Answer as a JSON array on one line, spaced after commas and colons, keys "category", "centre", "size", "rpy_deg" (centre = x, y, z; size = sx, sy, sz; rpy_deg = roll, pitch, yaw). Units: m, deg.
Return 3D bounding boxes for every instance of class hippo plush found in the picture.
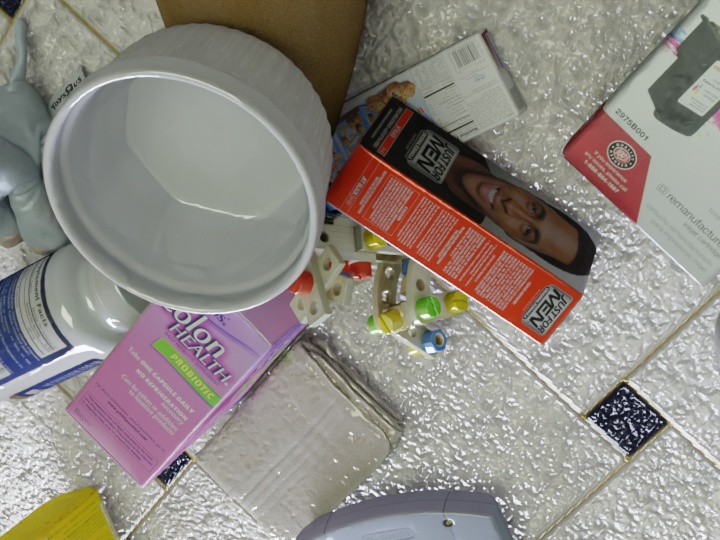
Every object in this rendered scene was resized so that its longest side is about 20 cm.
[{"category": "hippo plush", "centre": [-0.323, -0.081, 1.199], "size": [0.159, 0.161, 0.200], "rpy_deg": [39, 121, 6]}]

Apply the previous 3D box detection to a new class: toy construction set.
[{"category": "toy construction set", "centre": [0.000, 0.000, 1.077], "size": [0.092, 0.200, 0.132], "rpy_deg": [-12, 77, 34]}]

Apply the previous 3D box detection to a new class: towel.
[{"category": "towel", "centre": [-0.056, 0.158, 1.248], "size": [0.133, 0.034, 0.200], "rpy_deg": [45, 123, 3]}]

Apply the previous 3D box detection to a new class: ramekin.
[{"category": "ramekin", "centre": [-0.113, -0.079, 0.970], "size": [0.199, 0.105, 0.201], "rpy_deg": [8, 129, 10]}]

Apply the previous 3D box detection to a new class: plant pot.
[{"category": "plant pot", "centre": [-0.071, -0.192, 1.038], "size": [0.186, 0.186, 0.201], "rpy_deg": [8, 120, 22]}]

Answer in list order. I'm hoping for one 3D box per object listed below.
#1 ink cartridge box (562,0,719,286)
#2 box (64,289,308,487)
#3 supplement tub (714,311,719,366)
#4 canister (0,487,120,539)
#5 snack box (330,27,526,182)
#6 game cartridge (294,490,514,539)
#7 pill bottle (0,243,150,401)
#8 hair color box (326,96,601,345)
[{"category": "ink cartridge box", "centre": [0.265, -0.113, 0.962], "size": [0.146, 0.083, 0.200], "rpy_deg": [43, 122, 4]}, {"category": "box", "centre": [-0.122, 0.057, 1.153], "size": [0.097, 0.176, 0.200], "rpy_deg": [44, 121, 3]}, {"category": "supplement tub", "centre": [0.364, 0.041, 0.942], "size": [0.200, 0.145, 0.145], "rpy_deg": [-35, 94, 31]}, {"category": "canister", "centre": [-0.277, 0.334, 1.355], "size": [0.086, 0.148, 0.201], "rpy_deg": [-17, 100, 29]}, {"category": "snack box", "centre": [0.031, -0.119, 1.101], "size": [0.200, 0.024, 0.072], "rpy_deg": [-24, 100, 30]}, {"category": "game cartridge", "centre": [0.046, 0.261, 1.222], "size": [0.199, 0.042, 0.134], "rpy_deg": [-14, 110, 24]}, {"category": "pill bottle", "centre": [-0.268, 0.039, 1.251], "size": [0.200, 0.111, 0.111], "rpy_deg": [-24, 99, 30]}, {"category": "hair color box", "centre": [0.081, -0.040, 1.048], "size": [0.200, 0.102, 0.061], "rpy_deg": [34, 124, -2]}]
